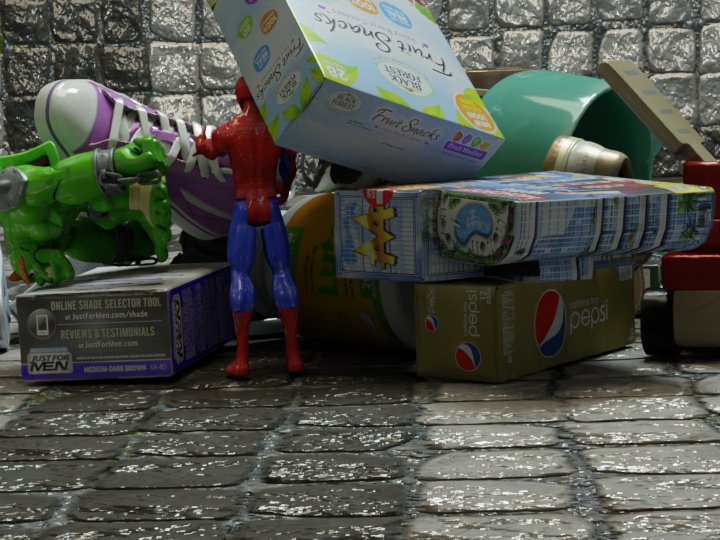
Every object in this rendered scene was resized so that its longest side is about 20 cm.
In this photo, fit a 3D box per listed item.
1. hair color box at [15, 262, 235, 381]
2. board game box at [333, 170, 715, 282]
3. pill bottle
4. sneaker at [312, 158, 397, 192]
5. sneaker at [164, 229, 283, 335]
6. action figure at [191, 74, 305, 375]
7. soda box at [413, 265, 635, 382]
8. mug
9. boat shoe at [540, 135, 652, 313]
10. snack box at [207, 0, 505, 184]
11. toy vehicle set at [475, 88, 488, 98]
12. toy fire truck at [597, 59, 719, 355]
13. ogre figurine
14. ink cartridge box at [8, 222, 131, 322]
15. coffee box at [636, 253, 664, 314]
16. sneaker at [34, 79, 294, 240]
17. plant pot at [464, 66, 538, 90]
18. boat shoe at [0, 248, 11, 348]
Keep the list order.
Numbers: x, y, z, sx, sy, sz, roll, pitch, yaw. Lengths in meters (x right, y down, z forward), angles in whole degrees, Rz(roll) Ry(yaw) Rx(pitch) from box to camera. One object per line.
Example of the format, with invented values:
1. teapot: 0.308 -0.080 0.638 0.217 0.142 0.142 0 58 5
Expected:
1. hair color box: -0.162 0.034 1.560 0.108 0.065 0.200 -3 4 10
2. board game box: 0.093 -0.026 1.432 0.198 0.062 0.200 -5 7 -25
3. pill bottle: 0.000 0.000 1.602 0.110 0.112 0.199 -6 7 -39
4. sneaker: 0.018 -0.083 1.654 0.088 0.078 0.200 16 4 -11
5. sneaker: -0.136 -0.003 1.749 0.199 0.100 0.070 1 8 39
6. action figure: -0.075 -0.032 1.510 0.065 0.202 0.099 -3 2 -12
7. soda box: 0.115 0.030 1.499 0.067 0.065 0.199 2 6 33
8. mug: 0.152 -0.077 1.735 0.114 0.153 0.185 13 -5 33
9. boat shoe: 0.188 -0.024 1.630 0.064 0.072 0.201 10 -32 27
10. snack box: -0.011 -0.153 1.520 0.168 0.068 0.201 15 37 -40
11. toy vehicle set: 0.088 -0.092 1.865 0.199 0.125 0.026 9 3 31
12. toy fire truck: 0.240 -0.048 1.542 0.128 0.202 0.176 0 6 19
13. ogre figurine: -0.193 -0.042 1.527 0.119 0.099 0.200 -6 4 -6
14. ink cartridge box: -0.190 -0.030 1.797 0.200 0.041 0.200 -42 4 4
15. coffee box: 0.151 0.009 1.801 0.198 0.044 0.123 -1 7 13
16. sneaker: -0.132 -0.094 1.587 0.114 0.073 0.200 -16 -32 43
17. plant pot: 0.091 -0.082 1.981 0.198 0.200 0.200 -1 5 0
18. boat shoe: -0.321 0.025 1.733 0.085 0.075 0.202 -6 16 -8
